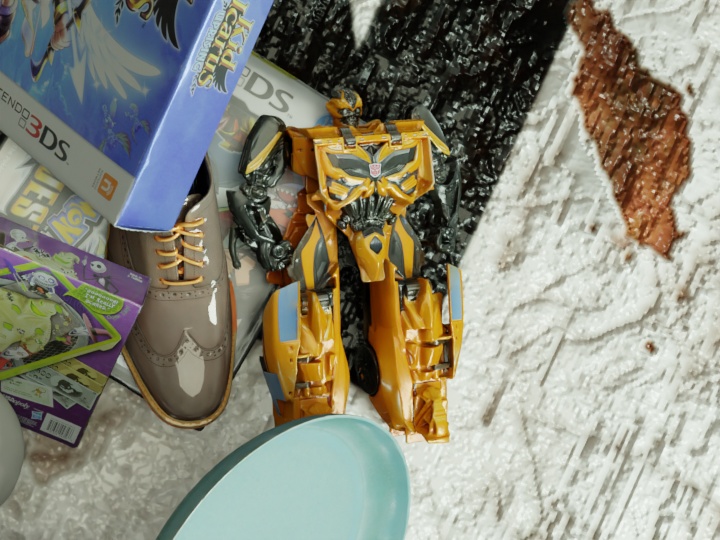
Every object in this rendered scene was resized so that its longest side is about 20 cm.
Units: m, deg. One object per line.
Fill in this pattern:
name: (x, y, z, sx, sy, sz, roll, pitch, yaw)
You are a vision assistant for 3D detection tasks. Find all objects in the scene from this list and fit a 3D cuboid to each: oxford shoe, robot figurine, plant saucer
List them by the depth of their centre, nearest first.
plant saucer: (-0.052, 0.160, 1.079, 0.027, 0.200, 0.200, 31, 81, 36)
oxford shoe: (-0.106, -0.013, 1.102, 0.071, 0.073, 0.201, -10, 90, -10)
robot figurine: (0.000, 0.000, 1.133, 0.145, 0.058, 0.201, -7, 100, -26)

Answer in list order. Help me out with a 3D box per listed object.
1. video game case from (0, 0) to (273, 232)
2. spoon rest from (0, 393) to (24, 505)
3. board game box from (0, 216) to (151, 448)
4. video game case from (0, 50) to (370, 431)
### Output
video game case: (-0.128, -0.150, 1.057, 0.181, 0.045, 0.200, 37, 110, 34)
spoon rest: (-0.279, 0.079, 1.105, 0.199, 0.061, 0.100, 22, 107, -16)
board game box: (-0.224, 0.014, 1.094, 0.199, 0.120, 0.032, 23, 43, -8)
video game case: (-0.115, -0.041, 1.151, 0.180, 0.025, 0.200, 32, 83, -7)
